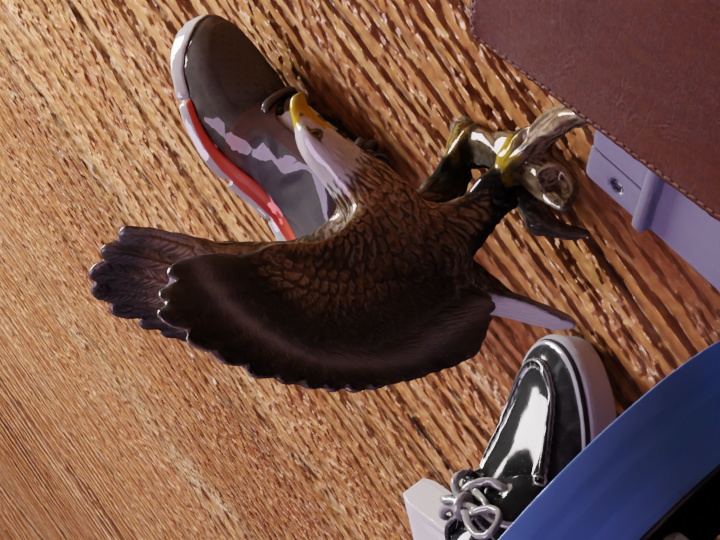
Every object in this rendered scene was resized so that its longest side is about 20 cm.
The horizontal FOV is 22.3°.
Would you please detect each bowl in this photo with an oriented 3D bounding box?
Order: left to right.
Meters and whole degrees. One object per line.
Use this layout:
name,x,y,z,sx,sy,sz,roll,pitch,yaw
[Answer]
bowl,0.107,0.112,0.753,0.039,0.200,0.201,44,154,20

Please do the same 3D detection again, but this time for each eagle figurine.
eagle figurine,-0.005,-0.006,0.810,0.151,0.200,0.152,45,161,25

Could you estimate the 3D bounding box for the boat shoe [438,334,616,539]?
boat shoe,0.071,0.126,0.876,0.074,0.068,0.200,2,80,61

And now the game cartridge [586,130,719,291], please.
game cartridge,0.169,-0.018,0.682,0.200,0.038,0.130,45,158,24

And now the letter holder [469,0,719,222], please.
letter holder,0.138,-0.096,0.558,0.200,0.100,0.142,41,151,30

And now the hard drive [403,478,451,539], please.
hard drive,0.091,0.237,1.160,0.132,0.026,0.201,33,148,42

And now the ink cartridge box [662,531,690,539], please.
ink cartridge box,0.179,0.210,0.735,0.200,0.043,0.197,38,157,18

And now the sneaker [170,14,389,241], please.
sneaker,-0.021,-0.060,0.971,0.082,0.077,0.200,-32,93,39
